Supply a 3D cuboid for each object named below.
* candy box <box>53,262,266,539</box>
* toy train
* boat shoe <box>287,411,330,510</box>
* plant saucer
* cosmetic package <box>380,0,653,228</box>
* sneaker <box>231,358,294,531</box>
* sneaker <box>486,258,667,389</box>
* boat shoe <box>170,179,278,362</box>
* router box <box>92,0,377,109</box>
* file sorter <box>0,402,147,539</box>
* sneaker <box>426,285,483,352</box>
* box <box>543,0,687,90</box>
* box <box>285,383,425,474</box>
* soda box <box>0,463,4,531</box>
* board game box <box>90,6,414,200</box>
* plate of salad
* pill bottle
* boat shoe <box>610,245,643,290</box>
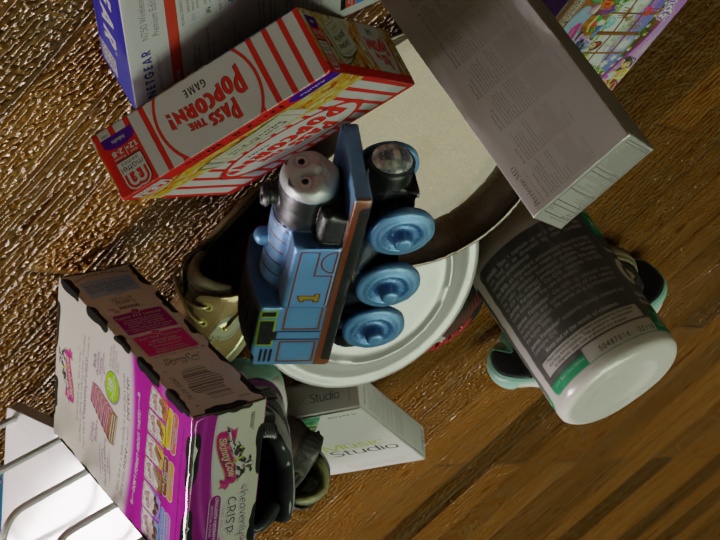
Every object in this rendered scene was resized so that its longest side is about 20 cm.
[{"bbox_3d":[-0.144,0.101,1.407,0.061,0.200,0.137,-13,125,-32],"label":"candy box"},{"bbox_3d":[-0.020,-0.013,1.379,0.114,0.087,0.200,-2,143,-14],"label":"toy train"},{"bbox_3d":[-0.059,0.172,1.687,0.072,0.066,0.201,-59,168,-21],"label":"boat shoe"},{"bbox_3d":[0.040,-0.092,1.443,0.199,0.032,0.201,-12,126,-17],"label":"plant saucer"},{"bbox_3d":[0.098,-0.131,1.309,0.082,0.200,0.051,-40,155,16],"label":"cosmetic package"},{"bbox_3d":[-0.096,0.182,1.528,0.077,0.140,0.201,3,121,-14],"label":"sneaker"},{"bbox_3d":[0.212,0.081,1.986,0.199,0.078,0.140,-26,154,-13],"label":"sneaker"},{"bbox_3d":[-0.103,0.006,1.490,0.200,0.074,0.066,-52,147,16],"label":"boat shoe"},{"bbox_3d":[-0.069,-0.199,1.166,0.179,0.049,0.200,-26,155,-15],"label":"router box"},{"bbox_3d":[-0.222,0.211,1.482,0.124,0.199,0.139,-27,130,-52],"label":"file sorter"},{"bbox_3d":[0.027,0.029,1.677,0.200,0.071,0.098,-17,153,-28],"label":"sneaker"},{"bbox_3d":[0.172,-0.190,1.483,0.136,0.039,0.200,-7,145,-44],"label":"box"},{"bbox_3d":[-0.038,0.142,1.787,0.144,0.037,0.200,-11,158,16],"label":"box"},{"bbox_3d":[-0.207,0.145,1.621,0.200,0.064,0.068,-38,155,14],"label":"soda box"},{"bbox_3d":[-0.062,-0.102,1.266,0.151,0.046,0.200,-30,175,16],"label":"board game box"},{"bbox_3d":[0.000,0.000,1.580,0.199,0.048,0.201,-13,124,-21],"label":"plate of salad"},{"bbox_3d":[0.162,0.016,1.658,0.113,0.200,0.113,-26,155,-13],"label":"pill bottle"},{"bbox_3d":[0.201,0.014,1.846,0.199,0.073,0.075,4,136,-46],"label":"boat shoe"}]
